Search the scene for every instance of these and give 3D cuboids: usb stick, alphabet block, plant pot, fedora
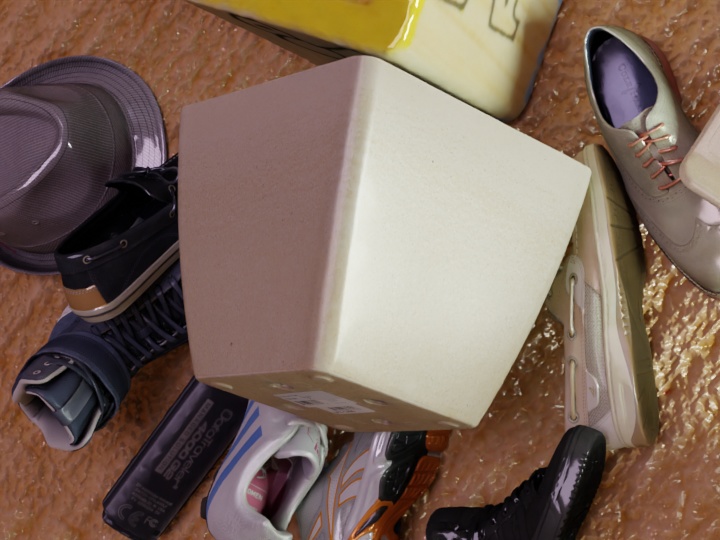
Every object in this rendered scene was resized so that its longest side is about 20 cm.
[{"bbox_3d":[-0.121,0.118,1.266,0.055,0.033,0.201,33,102,-17],"label":"usb stick"},{"bbox_3d":[0.022,-0.232,1.150,0.194,0.200,0.198,18,91,28],"label":"alphabet block"},{"bbox_3d":[0.000,0.000,1.076,0.199,0.199,0.179,-8,67,50],"label":"plant pot"},{"bbox_3d":[-0.260,-0.089,1.344,0.198,0.090,0.179,-9,79,27],"label":"fedora"}]

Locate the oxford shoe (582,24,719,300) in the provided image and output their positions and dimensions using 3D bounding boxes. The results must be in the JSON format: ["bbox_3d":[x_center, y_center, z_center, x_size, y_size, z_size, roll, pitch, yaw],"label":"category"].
[{"bbox_3d":[0.193,-0.071,1.106,0.071,0.074,0.201,-35,68,20],"label":"oxford shoe"}]

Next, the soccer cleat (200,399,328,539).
[{"bbox_3d":[-0.046,0.103,1.185,0.086,0.070,0.202,-9,58,51],"label":"soccer cleat"}]

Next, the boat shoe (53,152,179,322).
[{"bbox_3d":[-0.151,-0.049,1.246,0.074,0.063,0.200,7,46,44],"label":"boat shoe"}]

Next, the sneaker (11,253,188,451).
[{"bbox_3d":[-0.165,0.056,1.238,0.201,0.146,0.077,-26,108,28],"label":"sneaker"}]

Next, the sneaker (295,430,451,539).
[{"bbox_3d":[-0.005,0.146,1.187,0.091,0.075,0.202,19,90,36],"label":"sneaker"}]

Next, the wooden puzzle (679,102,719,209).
[{"bbox_3d":[0.324,-0.090,1.044,0.185,0.046,0.201,35,95,16],"label":"wooden puzzle"}]

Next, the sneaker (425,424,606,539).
[{"bbox_3d":[0.087,0.179,1.124,0.104,0.060,0.202,24,112,24],"label":"sneaker"}]

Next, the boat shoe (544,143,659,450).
[{"bbox_3d":[0.151,0.018,1.121,0.064,0.072,0.202,-9,84,26],"label":"boat shoe"}]
